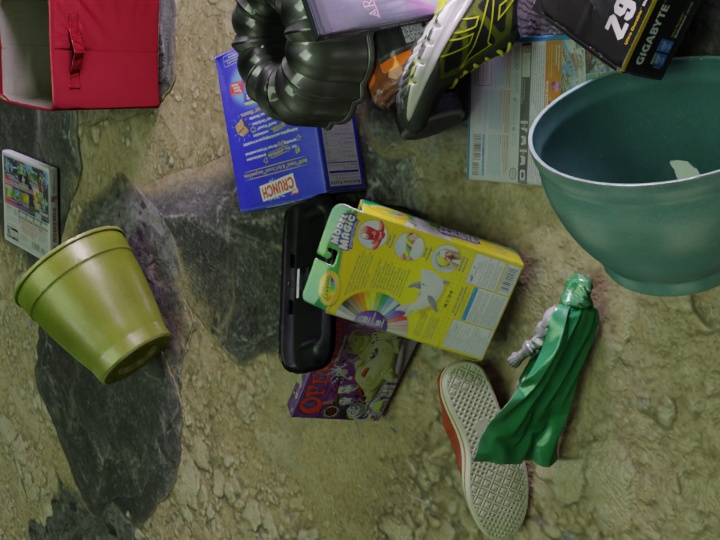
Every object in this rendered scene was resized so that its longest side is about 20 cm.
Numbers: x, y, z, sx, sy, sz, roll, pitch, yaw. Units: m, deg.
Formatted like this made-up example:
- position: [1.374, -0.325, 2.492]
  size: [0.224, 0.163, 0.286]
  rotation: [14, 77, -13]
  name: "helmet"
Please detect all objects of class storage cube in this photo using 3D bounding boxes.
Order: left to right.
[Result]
- position: [-0.420, -0.331, 1.295]
  size: [0.199, 0.179, 0.172]
  rotation: [16, 109, 41]
  name: "storage cube"

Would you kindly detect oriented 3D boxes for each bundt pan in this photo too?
- position: [-0.072, -0.245, 0.905]
  size: [0.202, 0.076, 0.203]
  rotation: [23, 119, 50]
  name: "bundt pan"

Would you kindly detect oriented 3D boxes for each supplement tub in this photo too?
- position: [0.043, -0.241, 0.900]
  size: [0.107, 0.107, 0.201]
  rotation: [-25, 81, 45]
  name: "supplement tub"

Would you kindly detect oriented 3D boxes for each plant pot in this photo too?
- position: [-0.407, 0.068, 1.375]
  size: [0.193, 0.200, 0.200]
  rotation: [52, 131, 9]
  name: "plant pot"
- position: [0.245, -0.066, 0.693]
  size: [0.200, 0.200, 0.135]
  rotation: [16, 136, 42]
  name: "plant pot"

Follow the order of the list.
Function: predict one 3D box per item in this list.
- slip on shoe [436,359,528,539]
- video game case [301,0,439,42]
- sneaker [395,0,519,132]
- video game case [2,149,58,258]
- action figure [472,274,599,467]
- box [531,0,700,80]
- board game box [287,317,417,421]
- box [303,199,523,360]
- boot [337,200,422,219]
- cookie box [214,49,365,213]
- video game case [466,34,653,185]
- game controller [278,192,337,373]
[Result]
- position: [0.130, 0.192, 0.941]
  size: [0.061, 0.074, 0.201]
  rotation: [172, 80, -80]
  name: "slip on shoe"
- position: [0.028, -0.307, 0.844]
  size: [0.019, 0.199, 0.143]
  rotation: [145, 108, -69]
  name: "video game case"
- position: [0.102, -0.214, 0.807]
  size: [0.201, 0.084, 0.074]
  rotation: [-63, 11, 6]
  name: "sneaker"
- position: [-0.635, -0.125, 1.666]
  size: [0.200, 0.023, 0.183]
  rotation: [21, 113, 42]
  name: "video game case"
- position: [0.183, 0.096, 0.848]
  size: [0.055, 0.118, 0.201]
  rotation: [39, 116, 47]
  name: "action figure"
- position: [0.229, -0.278, 0.705]
  size: [0.160, 0.049, 0.201]
  rotation: [-119, 41, -50]
  name: "box"
- position: [0.001, 0.094, 1.004]
  size: [0.032, 0.120, 0.201]
  rotation: [-110, 36, -51]
  name: "board game box"
- position: [0.050, 0.007, 0.887]
  size: [0.048, 0.199, 0.118]
  rotation: [-97, 26, -68]
  name: "box"
- position: [0.000, 0.000, 1.017]
  size: [0.200, 0.072, 0.155]
  rotation: [12, 105, 50]
  name: "boot"
- position: [-0.089, -0.182, 1.066]
  size: [0.171, 0.075, 0.201]
  rotation: [-6, 93, 45]
  name: "cookie box"
- position: [0.188, -0.153, 0.836]
  size: [0.199, 0.018, 0.144]
  rotation: [11, 106, 44]
  name: "video game case"
- position: [-0.058, 0.014, 0.978]
  size: [0.104, 0.042, 0.201]
  rotation: [-15, 70, 48]
  name: "game controller"
